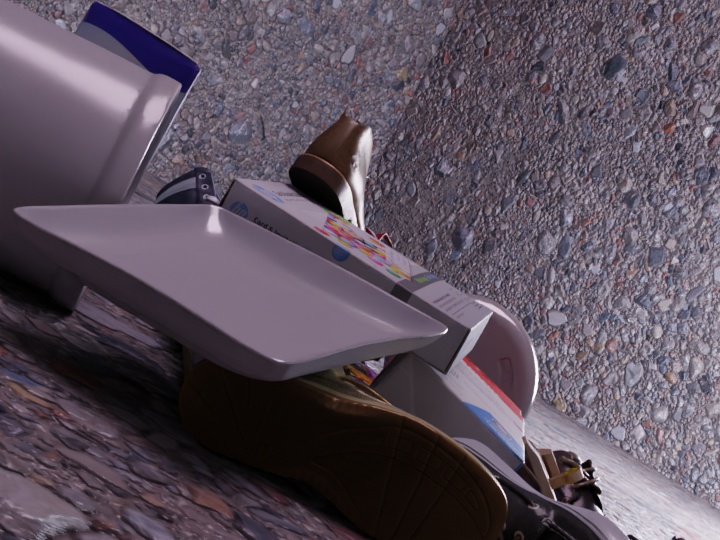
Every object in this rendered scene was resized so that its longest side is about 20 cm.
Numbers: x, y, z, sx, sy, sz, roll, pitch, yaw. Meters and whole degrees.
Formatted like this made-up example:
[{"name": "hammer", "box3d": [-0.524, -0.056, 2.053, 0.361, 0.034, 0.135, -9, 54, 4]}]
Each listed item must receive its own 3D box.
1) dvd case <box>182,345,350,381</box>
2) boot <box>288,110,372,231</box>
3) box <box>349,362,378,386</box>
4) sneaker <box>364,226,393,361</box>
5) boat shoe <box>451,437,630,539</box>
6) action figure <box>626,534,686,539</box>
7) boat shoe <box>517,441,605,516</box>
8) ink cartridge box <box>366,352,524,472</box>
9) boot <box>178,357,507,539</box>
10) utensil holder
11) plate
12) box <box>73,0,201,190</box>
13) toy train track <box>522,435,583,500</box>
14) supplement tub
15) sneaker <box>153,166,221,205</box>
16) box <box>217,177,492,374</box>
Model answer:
[{"name": "dvd case", "box3d": [-0.065, 0.068, 0.908, 0.147, 0.016, 0.200, 29, 14, -18]}, {"name": "boot", "box3d": [-0.013, -0.064, 1.069, 0.073, 0.076, 0.201, 29, -20, 12]}, {"name": "box", "box3d": [-0.045, 0.083, 1.105, 0.136, 0.039, 0.200, 29, 2, -21]}, {"name": "sneaker", "box3d": [-0.039, -0.005, 1.200, 0.198, 0.114, 0.071, 27, -2, 22]}, {"name": "boat shoe", "box3d": [0.094, 0.165, 0.767, 0.056, 0.070, 0.199, 4, 16, -36]}, {"name": "action figure", "box3d": [0.255, 0.246, 0.908, 0.129, 0.070, 0.199, 24, -6, 42]}, {"name": "boat shoe", "box3d": [0.159, 0.183, 1.019, 0.199, 0.074, 0.074, 31, 3, 39]}, {"name": "ink cartridge box", "box3d": [0.067, 0.110, 0.965, 0.116, 0.067, 0.200, 45, 8, 3]}, {"name": "boot", "box3d": [-0.008, 0.092, 0.749, 0.197, 0.074, 0.156, 23, 9, -4]}, {"name": "utensil holder", "box3d": [-0.244, -0.094, 0.825, 0.198, 0.172, 0.170, 27, 2, -11]}, {"name": "plate", "box3d": [-0.073, 0.012, 0.720, 0.198, 0.033, 0.199, 27, 16, 25]}, {"name": "box", "box3d": [-0.235, -0.118, 1.070, 0.104, 0.202, 0.184, 29, 2, -16]}, {"name": "toy train track", "box3d": [0.150, 0.162, 0.898, 0.200, 0.032, 0.116, -59, 128, -84]}, {"name": "supplement tub", "box3d": [0.099, 0.099, 1.202, 0.144, 0.146, 0.200, 29, 0, 7]}, {"name": "sneaker", "box3d": [-0.104, -0.025, 1.038, 0.197, 0.110, 0.071, 6, -36, 21]}, {"name": "box", "box3d": [0.000, 0.000, 0.923, 0.198, 0.042, 0.156, 31, 8, 9]}]
